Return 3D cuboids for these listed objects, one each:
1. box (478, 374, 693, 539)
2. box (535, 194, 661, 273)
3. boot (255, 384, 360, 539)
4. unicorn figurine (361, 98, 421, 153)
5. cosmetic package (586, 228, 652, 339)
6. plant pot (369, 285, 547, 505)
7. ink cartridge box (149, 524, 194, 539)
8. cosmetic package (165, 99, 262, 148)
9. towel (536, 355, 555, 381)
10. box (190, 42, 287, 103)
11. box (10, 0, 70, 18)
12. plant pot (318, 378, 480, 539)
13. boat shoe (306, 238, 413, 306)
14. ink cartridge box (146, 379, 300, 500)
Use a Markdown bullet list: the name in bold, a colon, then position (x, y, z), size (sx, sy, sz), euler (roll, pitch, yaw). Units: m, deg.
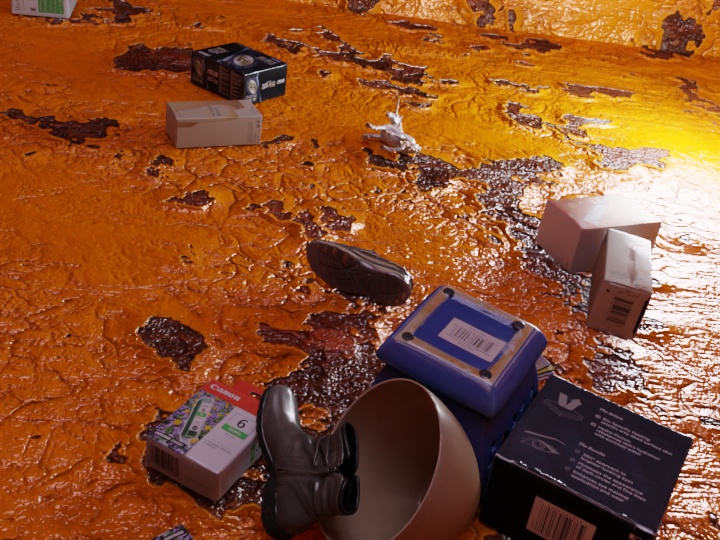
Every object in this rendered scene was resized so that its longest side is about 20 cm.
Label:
- **box**: position (0.280, 0.259, 1.039), size (0.195, 0.119, 0.200), euler (24, 35, 23)
- **box**: position (0.470, -0.076, 1.657), size (0.197, 0.099, 0.125), euler (-7, 34, -24)
- **boot**: position (-0.054, 0.208, 0.982), size (0.067, 0.130, 0.202), euler (32, 37, -40)
- **unicorn figurine**: position (0.075, -0.328, 2.001), size (0.136, 0.074, 0.201), euler (-4, 47, -38)
- **cosmetic package**: position (0.464, 0.021, 1.494), size (0.086, 0.105, 0.201), euler (16, 33, 9)
- **plant pot**: position (0.126, 0.149, 1.100), size (0.198, 0.182, 0.200), euler (25, 39, 23)
- **ink cartridge box**: position (-0.173, 0.353, 0.826), size (0.108, 0.051, 0.199), euler (-17, 40, -37)
- **cosmetic package**: position (-0.331, -0.332, 1.883), size (0.197, 0.072, 0.105), euler (-8, 35, -26)
- **towel**: position (0.190, 0.133, 1.313), size (0.197, 0.023, 0.144), euler (-6, 35, -23)
- **box**: position (-0.315, -0.513, 2.169), size (0.199, 0.087, 0.163), euler (29, 37, 29)
- **box**: position (-0.946, -0.882, 2.490), size (0.169, 0.201, 0.201), euler (2, 32, -11)
- **plant pot**: position (0.061, 0.245, 0.966), size (0.134, 0.201, 0.201), euler (33, 17, -32)
- **boat shoe**: position (0.000, 0.000, 1.444), size (0.198, 0.075, 0.073), euler (26, 24, 11)
- **ink cartridge box**: position (-0.169, 0.195, 1.071), size (0.108, 0.051, 0.200), euler (22, 34, 19)
